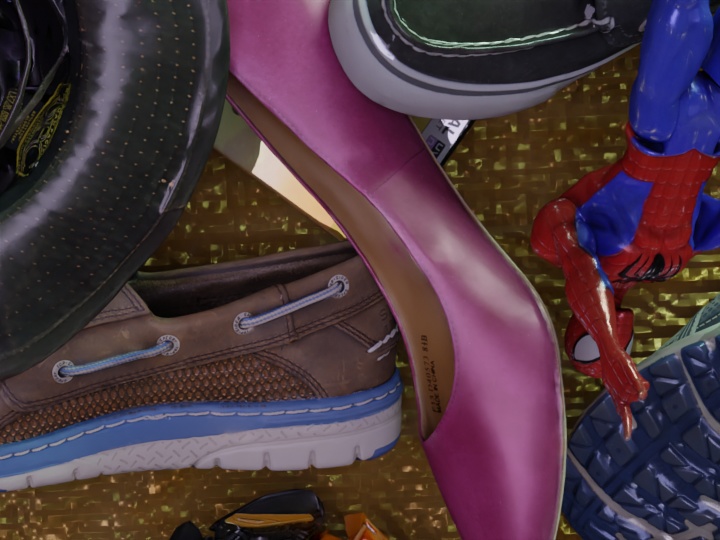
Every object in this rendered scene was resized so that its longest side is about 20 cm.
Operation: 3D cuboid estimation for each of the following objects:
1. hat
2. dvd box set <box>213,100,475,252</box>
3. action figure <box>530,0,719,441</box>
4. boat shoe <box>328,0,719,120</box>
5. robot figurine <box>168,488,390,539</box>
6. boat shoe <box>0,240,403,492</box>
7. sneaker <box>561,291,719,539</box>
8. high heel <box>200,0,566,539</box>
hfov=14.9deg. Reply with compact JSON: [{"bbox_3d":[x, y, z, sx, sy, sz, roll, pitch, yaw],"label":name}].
[{"bbox_3d":[-0.141,-0.066,0.775,0.199,0.081,0.202,-2,100,-14],"label":"hat"},{"bbox_3d":[-0.035,-0.118,0.851,0.199,0.029,0.147,36,96,1],"label":"dvd box set"},{"bbox_3d":[0.100,-0.035,0.747,0.065,0.099,0.201,-1,130,-25],"label":"action figure"},{"bbox_3d":[0.083,-0.100,0.792,0.199,0.057,0.069,-20,81,-25],"label":"boat shoe"},{"bbox_3d":[-0.024,0.156,0.800,0.145,0.058,0.200,46,53,-9],"label":"robot figurine"},{"bbox_3d":[-0.086,0.021,0.828,0.198,0.072,0.073,-3,106,-16],"label":"boat shoe"},{"bbox_3d":[0.142,0.019,0.829,0.077,0.085,0.200,47,117,-5],"label":"sneaker"},{"bbox_3d":[0.000,0.000,0.788,0.095,0.067,0.202,-7,85,-17],"label":"high heel"}]
